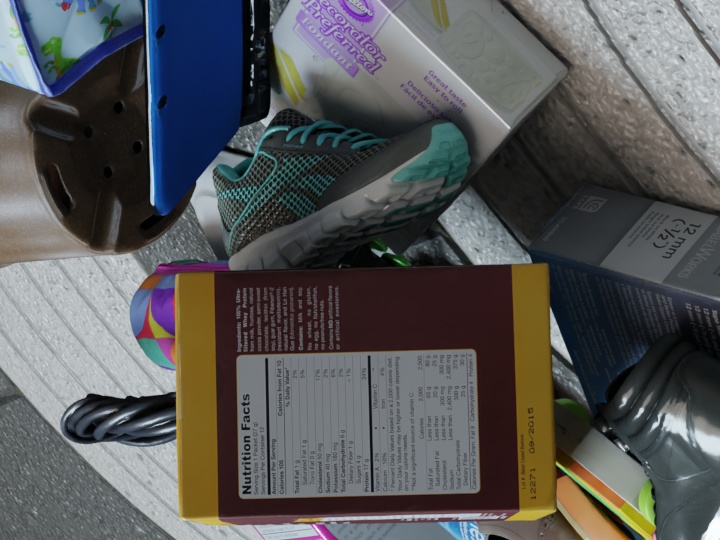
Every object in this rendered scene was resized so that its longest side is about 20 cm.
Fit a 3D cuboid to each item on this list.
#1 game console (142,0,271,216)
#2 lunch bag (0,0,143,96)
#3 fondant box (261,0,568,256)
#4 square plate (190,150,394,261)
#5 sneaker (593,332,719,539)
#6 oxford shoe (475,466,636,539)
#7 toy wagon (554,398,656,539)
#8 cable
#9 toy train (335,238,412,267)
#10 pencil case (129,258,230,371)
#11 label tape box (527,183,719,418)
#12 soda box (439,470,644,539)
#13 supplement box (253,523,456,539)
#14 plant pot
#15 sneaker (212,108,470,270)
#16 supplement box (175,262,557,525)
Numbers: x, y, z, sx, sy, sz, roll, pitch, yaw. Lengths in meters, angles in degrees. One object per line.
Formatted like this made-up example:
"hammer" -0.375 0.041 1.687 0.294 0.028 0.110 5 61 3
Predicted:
"game console" -0.114 -0.164 1.367 0.171 0.118 0.200 42 142 39
"lunch bag" -0.231 -0.228 1.507 0.170 0.127 0.200 16 136 45
"fondant box" 0.018 -0.108 1.404 0.144 0.058 0.200 44 152 2
"square plate" -0.036 0.009 1.675 0.198 0.028 0.200 17 141 42
"sneaker" 0.174 0.105 1.337 0.099 0.071 0.200 36 147 19
"oxford shoe" 0.091 0.134 1.576 0.200 0.073 0.071 48 -172 35
"toy wagon" 0.188 0.151 1.483 0.200 0.040 0.155 41 178 -24
"cable" -0.104 0.099 1.663 0.163 0.200 0.051 -166 70 -78
"toy train" 0.000 0.000 1.534 0.056 0.042 0.200 16 163 46
"pencil case" -0.079 0.028 1.634 0.088 0.088 0.200 55 152 -18
"label tape box" 0.203 0.042 1.347 0.200 0.066 0.143 15 142 41
"soda box" 0.136 0.186 1.635 0.200 0.068 0.064 40 153 11
"supplement box" 0.004 0.188 1.787 0.200 0.101 0.103 52 153 -12
"plant pot" -0.225 -0.086 1.645 0.198 0.200 0.200 4 132 43
"sneaker" -0.022 -0.054 1.382 0.200 0.078 0.091 -27 78 43
"supplement box" 0.003 0.075 1.371 0.200 0.133 0.197 -1 173 1
